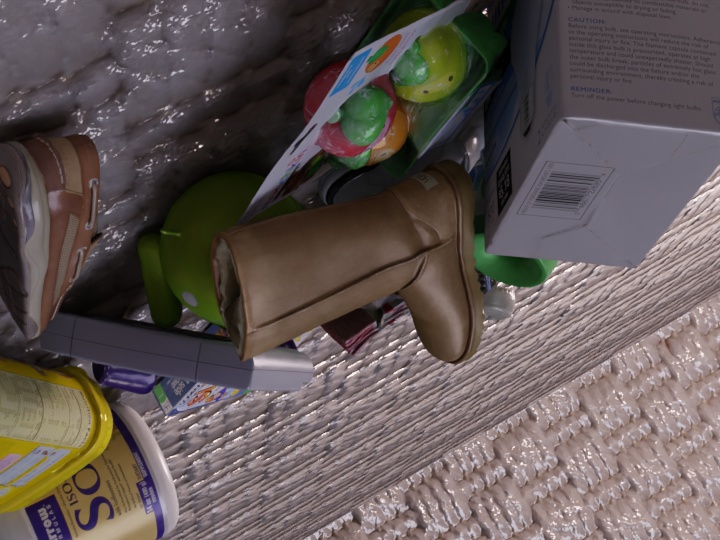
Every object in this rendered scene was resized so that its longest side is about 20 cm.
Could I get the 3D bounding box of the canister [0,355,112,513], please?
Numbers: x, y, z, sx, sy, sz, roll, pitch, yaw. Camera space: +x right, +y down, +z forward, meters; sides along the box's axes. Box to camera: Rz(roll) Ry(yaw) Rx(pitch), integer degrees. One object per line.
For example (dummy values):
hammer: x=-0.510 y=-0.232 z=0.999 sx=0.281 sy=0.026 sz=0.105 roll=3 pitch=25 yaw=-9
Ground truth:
canister: x=-0.311 y=0.133 z=1.018 sx=0.147 sy=0.087 sz=0.200 roll=-33 pitch=162 yaw=6

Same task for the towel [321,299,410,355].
towel: x=0.037 y=-0.008 z=1.173 sx=0.199 sy=0.144 sz=0.023 roll=-33 pitch=124 yaw=-12

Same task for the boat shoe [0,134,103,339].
boat shoe: x=-0.203 y=-0.019 z=0.812 sx=0.071 sy=0.076 sz=0.200 roll=-25 pitch=163 yaw=-27

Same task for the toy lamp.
toy lamp: x=-0.153 y=0.086 z=1.161 sx=0.198 sy=0.059 sz=0.058 roll=0 pitch=147 yaw=-35

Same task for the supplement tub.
supplement tub: x=-0.294 y=0.232 z=1.216 sx=0.198 sy=0.146 sz=0.146 roll=-24 pitch=162 yaw=-26

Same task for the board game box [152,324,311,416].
board game box: x=-0.114 y=0.073 z=1.289 sx=0.134 sy=0.035 sz=0.200 roll=-12 pitch=153 yaw=-50

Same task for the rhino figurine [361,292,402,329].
rhino figurine: x=0.000 y=0.000 z=1.100 sx=0.087 sy=0.060 sz=0.200 roll=-31 pitch=-153 yaw=-16

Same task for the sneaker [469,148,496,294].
sneaker: x=0.100 y=-0.053 z=1.112 sx=0.076 sy=0.076 sz=0.202 roll=51 pitch=58 yaw=-43

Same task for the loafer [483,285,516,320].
loafer: x=0.077 y=-0.001 z=1.202 sx=0.069 sy=0.199 sz=0.071 roll=23 pitch=88 yaw=-42

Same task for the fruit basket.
fruit basket: x=0.014 y=-0.112 z=0.858 sx=0.200 sy=0.094 sz=0.185 roll=-44 pitch=176 yaw=-47

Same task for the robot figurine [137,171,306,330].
robot figurine: x=-0.086 y=-0.009 z=0.970 sx=0.172 sy=0.118 sz=0.200 roll=-3 pitch=168 yaw=12

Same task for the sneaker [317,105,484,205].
sneaker: x=0.072 y=-0.079 z=1.047 sx=0.198 sy=0.116 sz=0.075 roll=-29 pitch=152 yaw=-9

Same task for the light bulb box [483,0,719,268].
light bulb box: x=0.167 y=-0.137 z=0.878 sx=0.123 sy=0.203 sz=0.199 roll=6 pitch=154 yaw=-8

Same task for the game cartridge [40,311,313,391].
game cartridge: x=-0.152 y=0.065 z=1.005 sx=0.197 sy=0.042 sz=0.133 roll=9 pitch=174 yaw=22

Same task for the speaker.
speaker: x=0.151 y=-0.090 z=1.010 sx=0.089 sy=0.087 sz=0.202 roll=108 pitch=7 yaw=-65

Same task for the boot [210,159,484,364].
boot: x=-0.007 y=0.020 z=0.904 sx=0.198 sy=0.066 sz=0.178 roll=-22 pitch=119 yaw=-28
